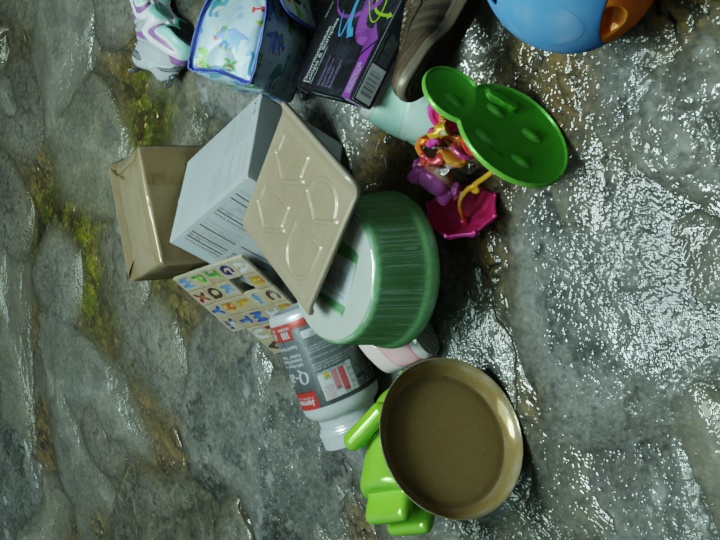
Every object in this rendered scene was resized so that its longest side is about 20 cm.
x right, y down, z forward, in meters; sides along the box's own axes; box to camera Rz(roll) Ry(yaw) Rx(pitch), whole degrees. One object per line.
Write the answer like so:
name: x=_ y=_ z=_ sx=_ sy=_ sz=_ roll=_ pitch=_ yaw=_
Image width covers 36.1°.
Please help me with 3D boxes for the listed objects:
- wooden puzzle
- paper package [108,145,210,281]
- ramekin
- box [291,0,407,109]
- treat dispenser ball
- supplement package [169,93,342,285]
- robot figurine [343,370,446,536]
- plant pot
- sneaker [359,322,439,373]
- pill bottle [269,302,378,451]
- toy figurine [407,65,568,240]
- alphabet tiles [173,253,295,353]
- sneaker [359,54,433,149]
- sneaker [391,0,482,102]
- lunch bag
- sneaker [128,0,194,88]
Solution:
wooden puzzle: x=-0.068 y=-0.077 z=1.365 sx=0.186 sy=0.046 sz=0.202 roll=50 pitch=132 yaw=38
paper package: x=-0.262 y=-0.090 z=1.679 sx=0.103 sy=0.198 sz=0.194 roll=-20 pitch=80 yaw=48
ramekin: x=0.000 y=0.000 z=1.391 sx=0.198 sy=0.096 sz=0.204 roll=3 pitch=94 yaw=51
box: x=-0.011 y=-0.292 z=1.447 sx=0.145 sy=0.036 sz=0.199 roll=-64 pitch=29 yaw=0
treat dispenser ball: x=0.223 y=-0.334 z=1.170 sx=0.199 sy=0.199 sz=0.205 roll=7 pitch=100 yaw=43
supplement package: x=-0.147 y=-0.110 z=1.564 sx=0.199 sy=0.149 sz=0.154 roll=-33 pitch=39 yaw=41
robot figurine: x=0.064 y=0.234 z=1.418 sx=0.115 sy=0.174 sz=0.203 roll=-19 pitch=49 yaw=43
plant pot: x=0.109 y=0.209 z=1.364 sx=0.027 sy=0.197 sz=0.203 roll=-44 pitch=64 yaw=59
sneaker: x=0.023 y=0.045 z=1.503 sx=0.104 sy=0.075 sz=0.203 roll=-33 pitch=76 yaw=36
pill bottle: x=-0.042 y=0.138 z=1.538 sx=0.115 sy=0.115 sz=0.203 roll=-18 pitch=95 yaw=44
toy figurine: x=0.121 y=-0.122 z=1.337 sx=0.198 sy=0.151 sz=0.185 roll=32 pitch=137 yaw=-5
alphabet tiles: x=-0.161 y=0.057 z=1.635 sx=0.166 sy=0.200 sz=0.008 roll=-16 pitch=40 yaw=43
sneaker: x=0.098 y=-0.254 z=1.412 sx=0.117 sy=0.074 sz=0.202 roll=32 pitch=100 yaw=-3
sneaker: x=0.077 y=-0.286 z=1.323 sx=0.075 sy=0.201 sz=0.071 roll=23 pitch=154 yaw=22
lunch bag: x=-0.137 y=-0.349 z=1.528 sx=0.125 sy=0.170 sz=0.204 roll=14 pitch=93 yaw=15
sneaker: x=-0.355 y=-0.388 z=1.820 sx=0.140 sy=0.077 sz=0.202 roll=-51 pitch=61 yaw=35
